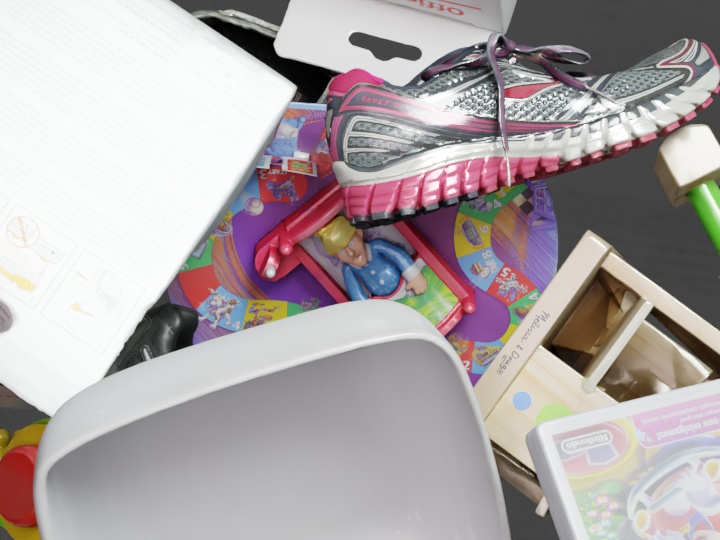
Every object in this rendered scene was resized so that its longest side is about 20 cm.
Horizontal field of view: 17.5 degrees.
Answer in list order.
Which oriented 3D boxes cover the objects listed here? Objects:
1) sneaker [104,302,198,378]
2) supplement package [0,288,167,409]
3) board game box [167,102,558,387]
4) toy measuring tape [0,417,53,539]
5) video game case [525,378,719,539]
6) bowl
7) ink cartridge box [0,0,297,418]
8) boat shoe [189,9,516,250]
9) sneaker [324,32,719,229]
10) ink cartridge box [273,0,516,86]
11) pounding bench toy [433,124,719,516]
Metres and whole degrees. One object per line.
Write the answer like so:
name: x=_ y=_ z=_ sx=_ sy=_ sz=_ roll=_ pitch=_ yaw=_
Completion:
sneaker: x=-0.056 y=0.094 z=1.150 sx=0.200 sy=0.066 sz=0.091 roll=45 pitch=102 yaw=12
supplement package: x=-0.208 y=-0.041 z=1.179 sx=0.111 sy=0.156 sz=0.200 roll=-41 pitch=81 yaw=4
board game box: x=0.000 y=0.000 z=1.160 sx=0.199 sy=0.039 sz=0.159 roll=4 pitch=109 yaw=-2
toy measuring tape: x=-0.126 y=0.123 z=1.177 sx=0.200 sy=0.073 sz=0.074 roll=27 pitch=91 yaw=39
video game case: x=0.166 y=0.145 z=0.996 sx=0.143 sy=0.018 sz=0.201 roll=-11 pitch=72 yaw=-24
bowl: x=-0.041 y=0.104 z=1.050 sx=0.199 sy=0.075 sz=0.200 roll=-19 pitch=126 yaw=-5
ink cartridge box: x=-0.146 y=-0.047 z=1.081 sx=0.162 sy=0.050 sz=0.200 roll=34 pitch=72 yaw=-3
boat shoe: x=-0.010 y=-0.071 z=1.194 sx=0.200 sy=0.064 sz=0.071 roll=29 pitch=91 yaw=10
sneaker: x=0.081 y=-0.080 z=1.113 sx=0.199 sy=0.081 sz=0.075 roll=-16 pitch=90 yaw=-18
ink cartridge box: x=0.034 y=-0.195 z=1.165 sx=0.115 sy=0.068 sz=0.201 roll=15 pitch=71 yaw=10
pounding bench toy: x=0.162 y=0.050 z=1.126 sx=0.156 sy=0.124 sz=0.200 roll=36 pitch=92 yaw=10
